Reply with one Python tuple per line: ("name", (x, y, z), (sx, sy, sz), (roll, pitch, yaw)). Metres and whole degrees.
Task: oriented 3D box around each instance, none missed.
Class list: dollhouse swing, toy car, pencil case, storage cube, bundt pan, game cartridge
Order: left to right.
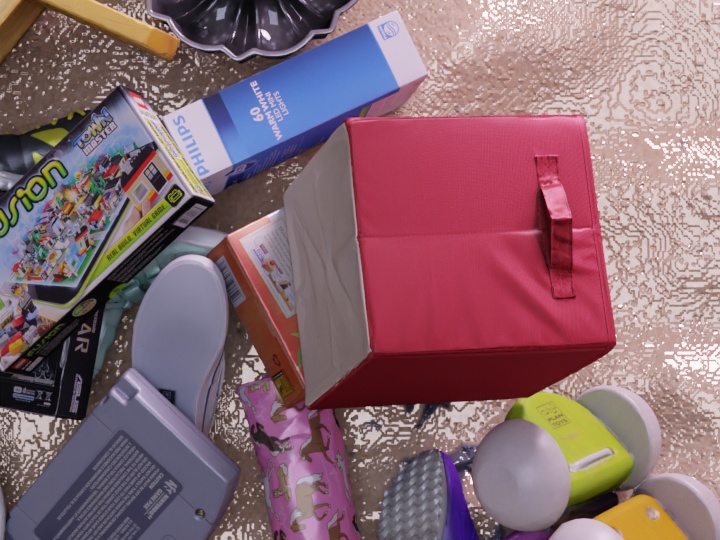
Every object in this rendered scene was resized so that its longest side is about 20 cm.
("dollhouse swing", (-0.259, -0.156, 1.574), (0.175, 0.200, 0.182), (39, 90, -7))
("game cartridge", (-0.182, 0.182, 1.587), (0.133, 0.042, 0.200), (41, 120, -3))
("bundt pan", (-0.085, -0.255, 1.621), (0.200, 0.076, 0.204), (0, 82, 0))
("pencil case", (-0.039, 0.171, 1.597), (0.082, 0.086, 0.202), (-11, 85, -32))
("storage cube", (0.058, -0.005, 1.467), (0.178, 0.200, 0.173), (-2, 76, -17))
("toy car", (0.164, 0.194, 1.566), (0.201, 0.174, 0.150), (55, 132, 17))

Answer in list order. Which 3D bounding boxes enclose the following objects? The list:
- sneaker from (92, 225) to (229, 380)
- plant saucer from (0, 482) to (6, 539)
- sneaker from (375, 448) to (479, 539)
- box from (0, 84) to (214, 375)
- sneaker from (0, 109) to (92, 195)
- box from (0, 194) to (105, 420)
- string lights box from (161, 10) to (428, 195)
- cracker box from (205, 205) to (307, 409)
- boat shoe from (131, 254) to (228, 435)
("sneaker", (-0.178, 0.026, 1.617), (0.198, 0.074, 0.119), (-3, 81, 12))
("plant saucer", (-0.375, 0.189, 1.624), (0.198, 0.050, 0.202), (0, 96, 0))
("sneaker", (0.073, 0.242, 1.602), (0.069, 0.099, 0.202), (-26, 56, 37))
("box", (-0.212, -0.028, 1.520), (0.200, 0.035, 0.110), (-42, 68, 14))
("sneaker", (-0.237, -0.090, 1.636), (0.198, 0.074, 0.085), (12, 82, -6))
("box", (-0.292, 0.021, 1.594), (0.198, 0.043, 0.162), (7, 85, 26))
("string lights box", (-0.055, -0.122, 1.585), (0.199, 0.103, 0.059), (-26, 86, -13))
("cracker box", (0.000, 0.000, 1.580), (0.199, 0.058, 0.135), (-27, 86, -27))
("boat shoe", (-0.140, 0.074, 1.588), (0.073, 0.065, 0.202), (16, 113, 2))
